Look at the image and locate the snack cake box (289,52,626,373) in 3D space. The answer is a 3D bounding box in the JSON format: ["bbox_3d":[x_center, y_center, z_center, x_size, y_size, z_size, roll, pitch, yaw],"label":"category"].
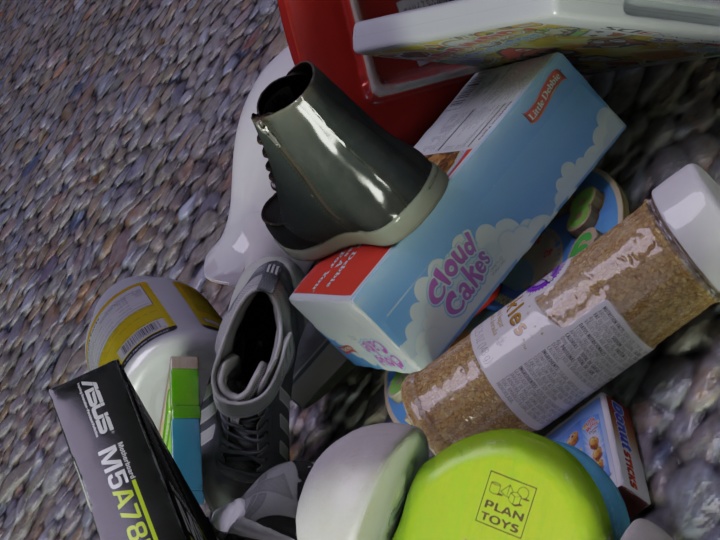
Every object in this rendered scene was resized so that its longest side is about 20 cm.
[{"bbox_3d":[0.057,-0.034,0.964,0.200,0.067,0.115,-50,17,-14],"label":"snack cake box"}]

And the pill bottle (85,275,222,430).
[{"bbox_3d":[-0.152,0.070,1.233,0.112,0.112,0.200,-54,25,2],"label":"pill bottle"}]

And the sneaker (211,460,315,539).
[{"bbox_3d":[-0.037,0.151,0.956,0.079,0.074,0.200,-50,13,-10],"label":"sneaker"}]

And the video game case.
[{"bbox_3d":[0.123,-0.139,0.937,0.200,0.181,0.023,3,91,58],"label":"video game case"}]

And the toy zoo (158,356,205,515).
[{"bbox_3d":[-0.117,0.175,1.035,0.132,0.020,0.201,107,160,-54],"label":"toy zoo"}]

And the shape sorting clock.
[{"bbox_3d":[0.084,0.017,0.968,0.200,0.039,0.201,-40,29,28],"label":"shape sorting clock"}]

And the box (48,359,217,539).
[{"bbox_3d":[-0.089,0.175,0.831,0.047,0.200,0.194,-22,55,-4],"label":"box"}]

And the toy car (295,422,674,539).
[{"bbox_3d":[0.060,0.161,0.710,0.150,0.174,0.201,-15,-59,-65],"label":"toy car"}]

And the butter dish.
[{"bbox_3d":[0.015,-0.185,1.082,0.199,0.201,0.148,-17,6,-27],"label":"butter dish"}]

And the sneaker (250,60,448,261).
[{"bbox_3d":[-0.030,-0.069,0.952,0.075,0.106,0.200,-51,17,-19],"label":"sneaker"}]

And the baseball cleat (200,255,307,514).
[{"bbox_3d":[-0.080,0.091,1.031,0.107,0.069,0.201,-61,-20,-69],"label":"baseball cleat"}]

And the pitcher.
[{"bbox_3d":[-0.050,-0.076,1.250,0.172,0.121,0.201,-151,84,-80],"label":"pitcher"}]

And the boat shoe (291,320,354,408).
[{"bbox_3d":[0.000,0.000,1.074,0.201,0.071,0.070,-51,-9,13],"label":"boat shoe"}]

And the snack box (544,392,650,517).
[{"bbox_3d":[0.069,0.149,0.849,0.200,0.024,0.072,-42,26,25],"label":"snack box"}]

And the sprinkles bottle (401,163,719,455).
[{"bbox_3d":[0.116,0.029,0.835,0.200,0.068,0.068,-38,29,17],"label":"sprinkles bottle"}]
